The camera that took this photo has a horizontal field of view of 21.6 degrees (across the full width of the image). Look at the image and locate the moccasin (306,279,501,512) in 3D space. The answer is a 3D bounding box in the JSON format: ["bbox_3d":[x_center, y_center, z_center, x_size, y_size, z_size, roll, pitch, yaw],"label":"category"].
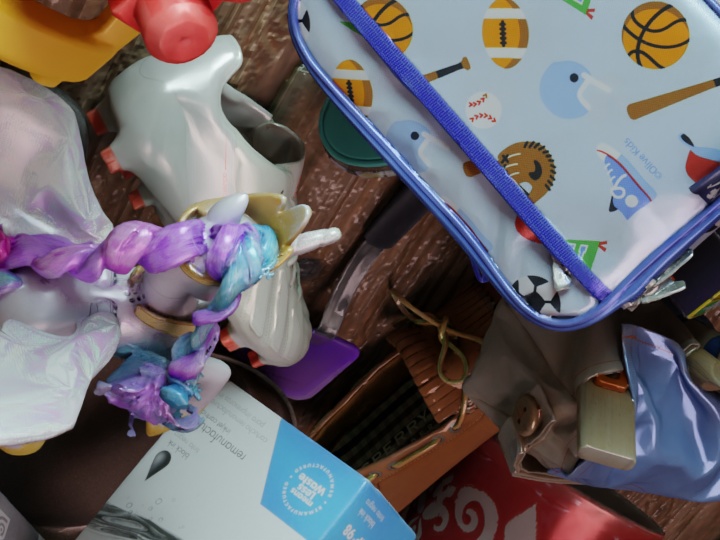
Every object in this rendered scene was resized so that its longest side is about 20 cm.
[{"bbox_3d":[0.041,0.052,0.989,0.201,0.074,0.078,-40,142,22],"label":"moccasin"}]

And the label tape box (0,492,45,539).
[{"bbox_3d":[-0.216,0.184,0.984,0.143,0.064,0.200,-3,145,20],"label":"label tape box"}]

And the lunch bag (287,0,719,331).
[{"bbox_3d":[0.075,-0.078,0.763,0.160,0.200,0.076,-42,175,21],"label":"lunch bag"}]

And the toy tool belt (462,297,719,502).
[{"bbox_3d":[0.158,0.068,0.928,0.199,0.123,0.125,8,114,-33],"label":"toy tool belt"}]

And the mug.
[{"bbox_3d":[0.072,0.199,1.075,0.201,0.133,0.177,-59,149,3],"label":"mug"}]

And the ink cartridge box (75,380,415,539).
[{"bbox_3d":[-0.083,0.164,0.904,0.200,0.116,0.067,-51,143,-11],"label":"ink cartridge box"}]

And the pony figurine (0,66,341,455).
[{"bbox_3d":[-0.125,0.011,0.772,0.192,0.168,0.200,5,155,-22],"label":"pony figurine"}]

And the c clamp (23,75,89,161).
[{"bbox_3d":[-0.206,-0.010,0.834,0.170,0.027,0.201,1,137,-26],"label":"c clamp"}]

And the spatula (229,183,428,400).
[{"bbox_3d":[0.000,0.000,0.948,0.056,0.021,0.200,20,125,-27],"label":"spatula"}]

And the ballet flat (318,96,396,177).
[{"bbox_3d":[0.072,-0.103,0.833,0.200,0.072,0.072,-36,140,18],"label":"ballet flat"}]

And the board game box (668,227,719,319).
[{"bbox_3d":[0.225,-0.056,0.891,0.165,0.057,0.200,-40,169,23],"label":"board game box"}]

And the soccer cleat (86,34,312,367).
[{"bbox_3d":[-0.052,-0.024,0.863,0.077,0.069,0.200,-27,138,2],"label":"soccer cleat"}]

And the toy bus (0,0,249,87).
[{"bbox_3d":[-0.099,-0.131,0.615,0.200,0.193,0.135,-39,140,22],"label":"toy bus"}]

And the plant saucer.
[{"bbox_3d":[-0.132,0.094,0.984,0.199,0.032,0.201,-13,142,-10],"label":"plant saucer"}]
